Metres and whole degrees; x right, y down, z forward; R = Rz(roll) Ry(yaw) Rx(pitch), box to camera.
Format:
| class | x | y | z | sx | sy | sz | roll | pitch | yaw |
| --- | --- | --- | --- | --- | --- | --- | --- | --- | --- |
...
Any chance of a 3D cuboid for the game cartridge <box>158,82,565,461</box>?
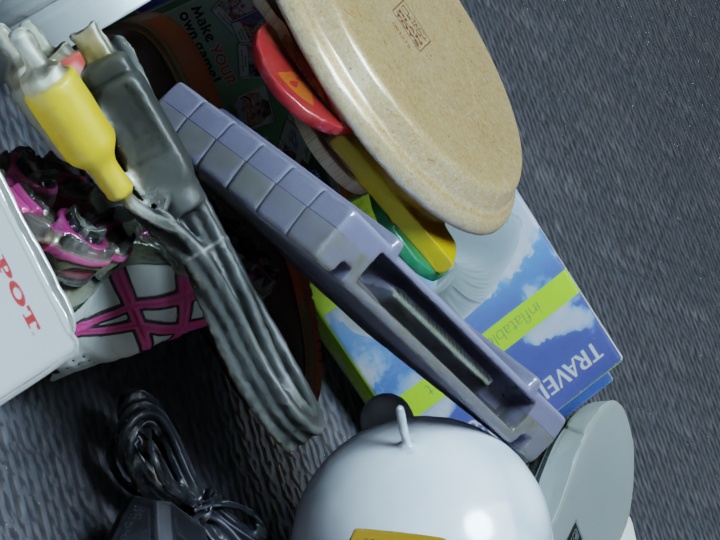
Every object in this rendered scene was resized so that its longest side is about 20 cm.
| class | x | y | z | sx | sy | sz | roll | pitch | yaw |
| --- | --- | --- | --- | --- | --- | --- | --- | --- | --- |
| game cartridge | 0.000 | 0.000 | 1.198 | 0.130 | 0.038 | 0.200 | 43 | 0 | 40 |

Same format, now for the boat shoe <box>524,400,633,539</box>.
| class | x | y | z | sx | sy | sz | roll | pitch | yaw |
| --- | --- | --- | --- | --- | --- | --- | --- | --- | --- |
| boat shoe | 0.084 | 0.131 | 1.426 | 0.200 | 0.063 | 0.071 | -52 | 131 | -50 |

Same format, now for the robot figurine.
| class | x | y | z | sx | sy | sz | roll | pitch | yaw |
| --- | --- | --- | --- | --- | --- | --- | --- | --- | --- |
| robot figurine | 0.032 | 0.138 | 1.244 | 0.200 | 0.112 | 0.170 | 76 | -5 | -57 |

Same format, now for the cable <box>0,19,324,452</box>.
| class | x | y | z | sx | sy | sz | roll | pitch | yaw |
| --- | --- | --- | --- | --- | --- | --- | --- | --- | --- |
| cable | -0.080 | -0.017 | 1.111 | 0.201 | 0.050 | 0.097 | 62 | 3 | -9 |

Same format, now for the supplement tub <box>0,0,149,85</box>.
| class | x | y | z | sx | sy | sz | roll | pitch | yaw |
| --- | --- | --- | --- | --- | --- | --- | --- | --- | --- |
| supplement tub | -0.160 | -0.190 | 1.178 | 0.201 | 0.144 | 0.145 | 61 | 25 | -10 |

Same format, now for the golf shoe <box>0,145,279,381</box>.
| class | x | y | z | sx | sy | sz | roll | pitch | yaw |
| --- | --- | --- | --- | --- | --- | --- | --- | --- | --- |
| golf shoe | -0.112 | 0.003 | 1.172 | 0.073 | 0.092 | 0.200 | 48 | 20 | 25 |

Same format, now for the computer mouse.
| class | x | y | z | sx | sy | sz | roll | pitch | yaw |
| --- | --- | --- | --- | --- | --- | --- | --- | --- | --- |
| computer mouse | -0.075 | 0.154 | 1.144 | 0.139 | 0.053 | 0.200 | 55 | 16 | -28 |

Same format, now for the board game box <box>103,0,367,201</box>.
| class | x | y | z | sx | sy | sz | roll | pitch | yaw |
| --- | --- | --- | --- | --- | --- | --- | --- | --- | --- |
| board game box | -0.052 | -0.121 | 1.348 | 0.201 | 0.134 | 0.029 | 65 | -8 | 1 |

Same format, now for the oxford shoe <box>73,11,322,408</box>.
| class | x | y | z | sx | sy | sz | roll | pitch | yaw |
| --- | --- | --- | --- | --- | --- | --- | --- | --- | --- |
| oxford shoe | -0.084 | -0.015 | 1.282 | 0.073 | 0.071 | 0.201 | -25 | 87 | -44 |

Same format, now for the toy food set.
| class | x | y | z | sx | sy | sz | roll | pitch | yaw |
| --- | --- | --- | --- | --- | --- | --- | --- | --- | --- |
| toy food set | 0.004 | -0.098 | 1.258 | 0.200 | 0.049 | 0.198 | 50 | 22 | -22 |

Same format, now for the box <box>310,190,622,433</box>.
| class | x | y | z | sx | sy | sz | roll | pitch | yaw |
| --- | --- | --- | --- | --- | --- | --- | --- | --- | --- |
| box | 0.042 | 0.017 | 1.417 | 0.200 | 0.122 | 0.048 | 56 | -8 | -19 |

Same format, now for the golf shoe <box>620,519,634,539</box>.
| class | x | y | z | sx | sy | sz | roll | pitch | yaw |
| --- | --- | --- | --- | --- | --- | --- | --- | --- | --- |
| golf shoe | 0.138 | 0.188 | 1.467 | 0.073 | 0.092 | 0.200 | 48 | 28 | -31 |

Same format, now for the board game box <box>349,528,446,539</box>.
| class | x | y | z | sx | sy | sz | roll | pitch | yaw |
| --- | --- | --- | --- | --- | --- | --- | --- | --- | --- |
| board game box | 0.003 | 0.228 | 1.118 | 0.153 | 0.040 | 0.201 | -66 | 157 | -58 |

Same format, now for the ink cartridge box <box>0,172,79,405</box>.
| class | x | y | z | sx | sy | sz | roll | pitch | yaw |
| --- | --- | --- | --- | --- | --- | --- | --- | --- | --- |
| ink cartridge box | -0.199 | 0.006 | 0.987 | 0.146 | 0.085 | 0.200 | 63 | 26 | -4 |
